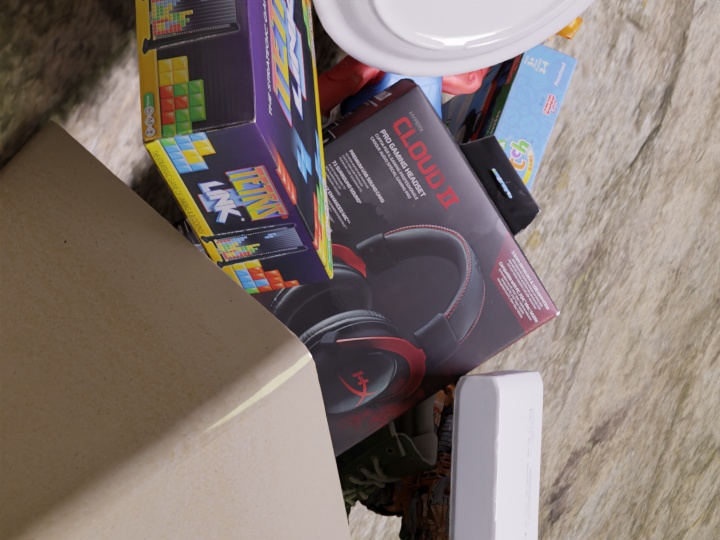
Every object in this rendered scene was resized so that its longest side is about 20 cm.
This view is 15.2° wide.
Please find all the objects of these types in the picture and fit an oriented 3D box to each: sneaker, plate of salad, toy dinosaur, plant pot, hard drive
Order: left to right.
[{"bbox_3d":[-0.142,0.088,1.333,0.177,0.200,0.200,-40,150,-19],"label":"plant pot"},{"bbox_3d":[-0.001,0.100,1.546,0.201,0.090,0.067,-65,159,12],"label":"sneaker"},{"bbox_3d":[0.046,0.116,1.625,0.136,0.102,0.200,-55,176,31],"label":"toy dinosaur"},{"bbox_3d":[0.062,-0.186,1.424,0.200,0.048,0.200,-16,139,-14],"label":"plate of salad"},{"bbox_3d":[0.077,0.123,1.502,0.200,0.026,0.132,7,85,-79],"label":"hard drive"}]

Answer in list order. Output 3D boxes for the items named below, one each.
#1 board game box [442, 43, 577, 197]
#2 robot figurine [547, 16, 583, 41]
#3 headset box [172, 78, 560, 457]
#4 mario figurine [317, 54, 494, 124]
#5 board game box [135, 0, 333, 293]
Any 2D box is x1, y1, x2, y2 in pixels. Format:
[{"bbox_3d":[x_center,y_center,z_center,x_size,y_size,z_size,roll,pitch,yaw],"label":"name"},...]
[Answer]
[{"bbox_3d":[0.063,-0.045,1.618,0.200,0.037,0.152,147,-35,-76],"label":"board game box"},{"bbox_3d":[0.114,-0.230,1.637,0.145,0.058,0.200,-58,156,-14],"label":"robot figurine"},{"bbox_3d":[0.000,0.000,1.457,0.200,0.149,0.075,-32,-171,-1],"label":"headset box"},{"bbox_3d":[0.016,-0.109,1.540,0.123,0.106,0.201,0,102,-64],"label":"mario figurine"},{"bbox_3d":[-0.061,-0.114,1.283,0.165,0.057,0.200,66,16,-63],"label":"board game box"}]
